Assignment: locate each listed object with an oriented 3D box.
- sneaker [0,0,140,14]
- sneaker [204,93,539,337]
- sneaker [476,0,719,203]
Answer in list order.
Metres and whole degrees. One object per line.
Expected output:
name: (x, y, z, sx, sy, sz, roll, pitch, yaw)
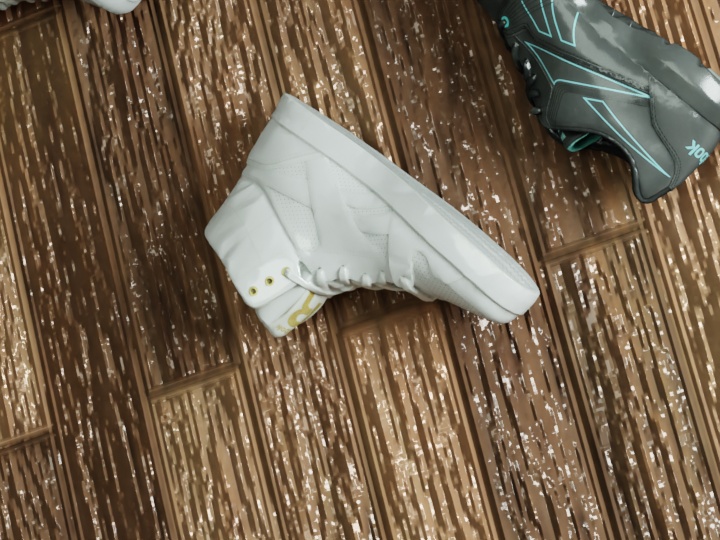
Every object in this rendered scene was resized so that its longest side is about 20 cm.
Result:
sneaker: (-0.210, -0.186, 1.317, 0.199, 0.078, 0.100, 31, 98, 32)
sneaker: (0.000, 0.000, 1.200, 0.200, 0.074, 0.116, 37, 96, 32)
sneaker: (0.110, -0.116, 1.174, 0.200, 0.075, 0.080, 39, 97, 23)
